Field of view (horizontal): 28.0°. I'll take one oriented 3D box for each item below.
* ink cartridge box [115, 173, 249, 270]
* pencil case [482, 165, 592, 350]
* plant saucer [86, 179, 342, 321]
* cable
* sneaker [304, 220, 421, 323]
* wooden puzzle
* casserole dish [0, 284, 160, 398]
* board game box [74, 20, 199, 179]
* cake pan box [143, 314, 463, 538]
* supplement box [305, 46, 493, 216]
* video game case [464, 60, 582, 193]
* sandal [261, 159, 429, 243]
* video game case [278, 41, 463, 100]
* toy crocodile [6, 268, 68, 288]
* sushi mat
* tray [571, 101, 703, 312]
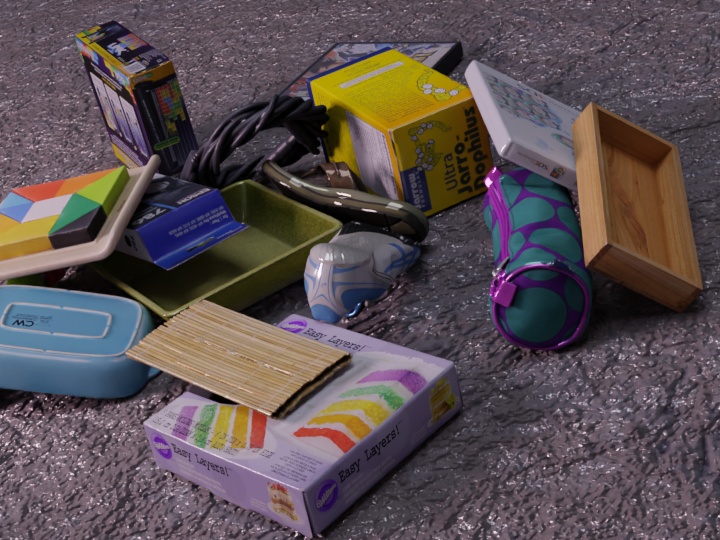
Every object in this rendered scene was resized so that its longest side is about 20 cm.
[{"bbox_3d":[-0.203,-0.053,1.432,0.099,0.039,0.200,-30,27,-29],"label":"ink cartridge box"},{"bbox_3d":[0.152,-0.017,1.270,0.085,0.092,0.200,-53,16,25],"label":"pencil case"},{"bbox_3d":[-0.141,-0.009,1.415,0.200,0.048,0.200,-29,30,-24],"label":"plant saucer"},{"bbox_3d":[-0.104,-0.127,1.519,0.163,0.051,0.200,-17,-14,-22],"label":"cable"},{"bbox_3d":[0.000,0.000,1.311,0.072,0.073,0.200,19,16,18],"label":"sneaker"},{"bbox_3d":[-0.304,-0.049,1.410,0.200,0.037,0.185,-16,27,16],"label":"wooden puzzle"},{"bbox_3d":[-0.276,0.059,1.315,0.200,0.039,0.121,6,36,1],"label":"casserole dish"},{"bbox_3d":[-0.247,-0.180,1.640,0.057,0.166,0.200,-26,32,-17],"label":"board game box"},{"bbox_3d":[-0.048,0.116,1.165,0.200,0.052,0.184,16,38,43],"label":"cake pan box"},{"bbox_3d":[0.041,-0.147,1.522,0.109,0.109,0.200,-24,31,-17],"label":"supplement box"},{"bbox_3d":[0.196,-0.123,1.392,0.182,0.024,0.200,23,24,-18],"label":"video game case"},{"bbox_3d":[-0.011,-0.075,1.443,0.201,0.080,0.057,18,71,30],"label":"sandal"},{"bbox_3d":[0.005,-0.231,1.766,0.180,0.026,0.200,4,34,29],"label":"video game case"},{"bbox_3d":[-0.315,-0.025,1.503,0.062,0.068,0.200,-2,34,20],"label":"toy crocodile"},{"bbox_3d":[-0.105,0.071,1.205,0.096,0.012,0.200,-36,35,-32],"label":"sushi mat"},{"bbox_3d":[0.240,-0.059,1.271,0.098,0.037,0.200,25,40,-17],"label":"tray"}]
